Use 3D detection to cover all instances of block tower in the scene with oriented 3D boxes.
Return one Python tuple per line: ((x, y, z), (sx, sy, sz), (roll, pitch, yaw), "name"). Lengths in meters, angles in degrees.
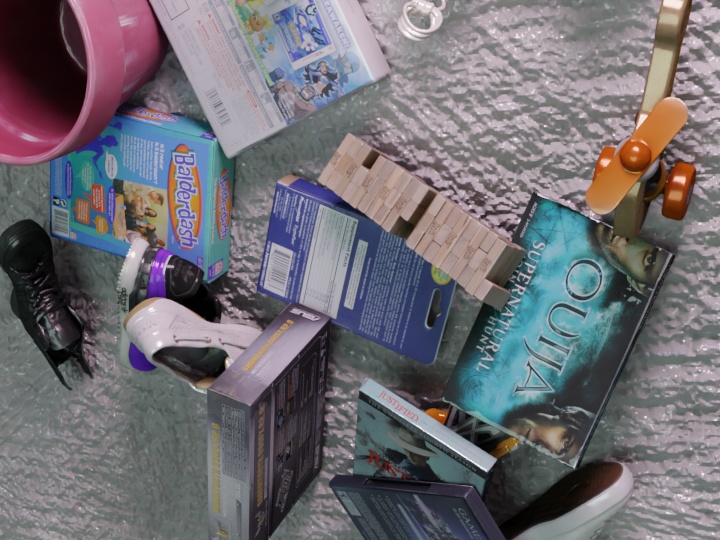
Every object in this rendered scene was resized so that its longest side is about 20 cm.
((0.056, -0.046, 1.094), (0.199, 0.054, 0.058), (39, 100, 27), "block tower")

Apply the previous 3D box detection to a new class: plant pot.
((-0.278, -0.215, 1.158), (0.198, 0.179, 0.203), (9, 112, 23), "plant pot")

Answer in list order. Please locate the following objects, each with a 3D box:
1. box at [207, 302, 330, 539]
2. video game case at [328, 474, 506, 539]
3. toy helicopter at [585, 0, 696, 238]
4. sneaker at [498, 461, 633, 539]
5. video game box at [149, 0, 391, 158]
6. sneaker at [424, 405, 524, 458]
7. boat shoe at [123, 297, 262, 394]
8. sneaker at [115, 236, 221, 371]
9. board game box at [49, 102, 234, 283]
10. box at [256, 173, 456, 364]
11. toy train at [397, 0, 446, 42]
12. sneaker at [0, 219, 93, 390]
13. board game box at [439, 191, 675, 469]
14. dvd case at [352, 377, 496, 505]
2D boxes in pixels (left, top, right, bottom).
((-0.088, 0.157, 1.199), (0.048, 0.158, 0.202), (18, 126, 20), "box")
((0.068, 0.261, 1.200), (0.199, 0.019, 0.144), (-7, 121, 50), "video game case")
((0.225, -0.120, 0.970), (0.078, 0.132, 0.202), (16, 115, 20), "toy helicopter")
((0.200, 0.250, 1.167), (0.085, 0.073, 0.200), (43, 130, -4), "sneaker")
((-0.092, -0.231, 1.138), (0.181, 0.047, 0.202), (-22, 98, 33), "video game box")
((0.127, 0.127, 1.148), (0.077, 0.078, 0.200), (51, 123, 6), "sneaker")
((-0.143, 0.091, 1.202), (0.071, 0.199, 0.070), (-46, 48, 20), "boat shoe")
((-0.191, 0.052, 1.253), (0.098, 0.070, 0.201), (15, 146, 2), "sneaker")
((-0.224, -0.087, 1.258), (0.198, 0.045, 0.154), (16, 115, 21), "board game box")
((0.000, 0.000, 1.186), (0.198, 0.032, 0.122), (24, 118, 19), "box")
((-0.003, -0.264, 1.042), (0.199, 0.151, 0.056), (32, 159, 8), "toy train")
((-0.333, 0.039, 1.326), (0.104, 0.060, 0.201), (47, 151, 22), "sneaker")
((0.169, 0.051, 1.072), (0.134, 0.028, 0.202), (25, 93, 21), "board game box")
((0.055, 0.203, 1.188), (0.145, 0.022, 0.201), (31, 143, 21), "dvd case")
